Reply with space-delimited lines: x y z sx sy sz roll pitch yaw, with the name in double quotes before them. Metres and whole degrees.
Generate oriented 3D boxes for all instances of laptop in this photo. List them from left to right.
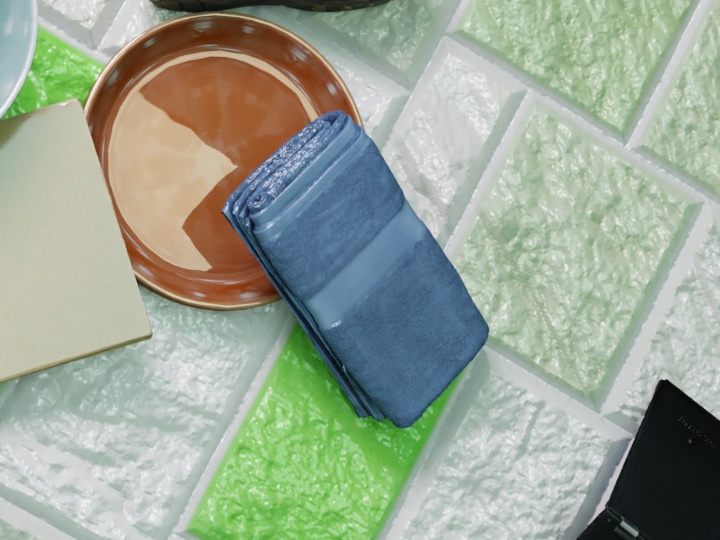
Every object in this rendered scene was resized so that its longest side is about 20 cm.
"laptop" 0.221 0.221 1.736 0.187 0.116 0.200 38 104 -9

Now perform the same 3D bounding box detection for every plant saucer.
"plant saucer" -0.094 -0.072 1.664 0.200 0.032 0.201 2 82 -17

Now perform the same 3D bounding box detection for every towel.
"towel" 0.000 0.000 1.647 0.112 0.049 0.200 -43 116 -20

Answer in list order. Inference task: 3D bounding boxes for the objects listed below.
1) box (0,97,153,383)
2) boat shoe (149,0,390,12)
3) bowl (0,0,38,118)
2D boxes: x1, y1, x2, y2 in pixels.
"box" -0.251 -0.005 1.597 0.200 0.021 0.164 -17 89 -8
"boat shoe" -0.048 -0.216 1.672 0.199 0.074 0.074 -2 85 -18
"bowl" -0.309 -0.152 1.564 0.200 0.105 0.201 2 82 -15
